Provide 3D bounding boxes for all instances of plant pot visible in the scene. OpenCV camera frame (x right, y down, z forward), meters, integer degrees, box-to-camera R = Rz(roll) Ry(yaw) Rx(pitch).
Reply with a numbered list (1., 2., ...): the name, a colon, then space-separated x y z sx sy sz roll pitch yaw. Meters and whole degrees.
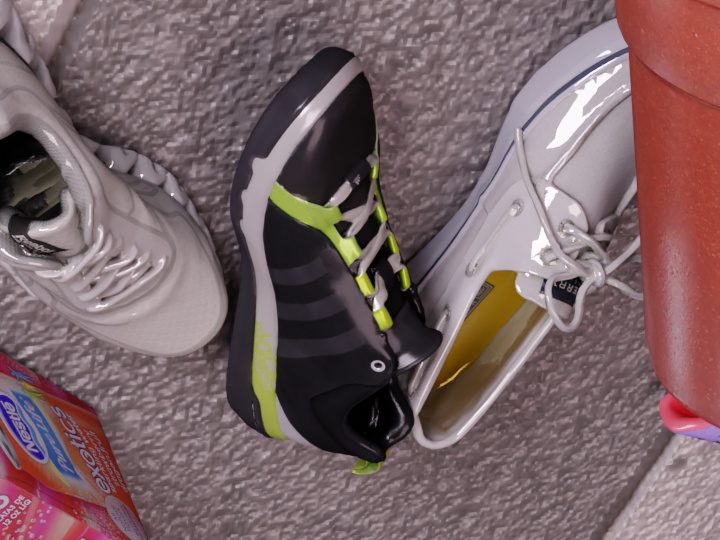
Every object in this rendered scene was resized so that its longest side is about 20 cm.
1. plant pot: 0.184 -0.049 0.993 0.200 0.201 0.196 -12 123 -16

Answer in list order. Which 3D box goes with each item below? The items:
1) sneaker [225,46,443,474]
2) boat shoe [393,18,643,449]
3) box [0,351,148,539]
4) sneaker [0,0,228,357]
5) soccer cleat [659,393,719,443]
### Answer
1. sneaker: 0.000 0.000 1.037 0.072 0.083 0.201 -50 156 -38
2. boat shoe: 0.076 -0.006 1.075 0.074 0.086 0.202 25 113 -38
3. box: -0.190 0.131 1.056 0.200 0.100 0.095 -43 132 13
4. sneaker: -0.110 -0.019 0.985 0.075 0.081 0.200 -37 134 6
5. soccer cleat: 0.181 -0.003 1.144 0.073 0.068 0.201 -2 129 -13
